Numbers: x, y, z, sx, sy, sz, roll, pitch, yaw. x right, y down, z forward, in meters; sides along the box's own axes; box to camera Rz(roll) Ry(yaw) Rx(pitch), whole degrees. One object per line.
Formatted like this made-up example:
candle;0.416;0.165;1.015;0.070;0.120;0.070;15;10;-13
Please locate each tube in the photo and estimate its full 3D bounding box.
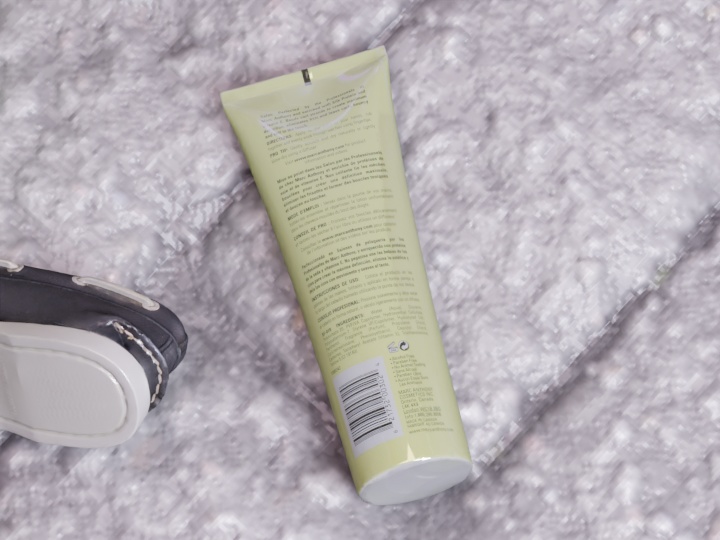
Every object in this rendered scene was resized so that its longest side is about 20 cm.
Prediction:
tube;0.000;0.000;1.284;0.058;0.052;0.201;1;63;-37

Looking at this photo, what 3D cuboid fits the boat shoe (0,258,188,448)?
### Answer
boat shoe;-0.169;0.026;1.285;0.199;0.074;0.060;7;32;25
